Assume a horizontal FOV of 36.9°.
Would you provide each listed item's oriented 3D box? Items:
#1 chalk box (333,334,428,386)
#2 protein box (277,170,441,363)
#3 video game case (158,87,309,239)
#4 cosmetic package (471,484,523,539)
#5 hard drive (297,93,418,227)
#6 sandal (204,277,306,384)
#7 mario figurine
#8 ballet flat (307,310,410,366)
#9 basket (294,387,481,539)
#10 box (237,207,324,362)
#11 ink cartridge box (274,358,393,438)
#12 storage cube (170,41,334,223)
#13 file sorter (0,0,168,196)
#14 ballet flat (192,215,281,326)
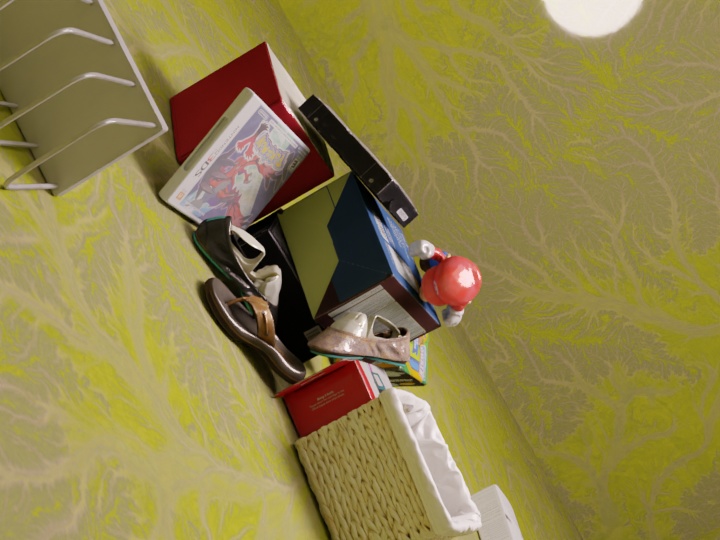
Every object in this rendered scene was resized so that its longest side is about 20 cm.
[{"bbox_3d":[0.045,0.133,1.874,0.200,0.124,0.125,39,50,-65],"label":"chalk box"},{"bbox_3d":[0.000,0.000,1.626,0.200,0.134,0.199,46,20,-56],"label":"protein box"},{"bbox_3d":[-0.167,-0.136,1.479,0.023,0.183,0.200,40,0,25],"label":"video game case"},{"bbox_3d":[0.295,0.559,2.251,0.102,0.074,0.201,54,12,-37],"label":"cosmetic package"},{"bbox_3d":[-0.001,-0.162,1.597,0.200,0.038,0.140,49,2,27],"label":"hard drive"},{"bbox_3d":[-0.130,0.073,1.418,0.200,0.054,0.082,47,12,-24],"label":"sandal"},{"bbox_3d":[0.112,0.019,1.616,0.123,0.107,0.200,26,3,-1],"label":"mario figurine"},{"bbox_3d":[0.001,0.093,1.519,0.199,0.068,0.068,12,91,-51],"label":"ballet flat"},{"bbox_3d":[0.041,0.286,1.441,0.201,0.160,0.198,65,10,19],"label":"basket"},{"bbox_3d":[-0.108,0.022,1.629,0.201,0.079,0.141,60,14,-12],"label":"box"},{"bbox_3d":[-0.028,0.181,1.497,0.068,0.116,0.200,64,11,16],"label":"ink cartridge box"},{"bbox_3d":[-0.165,-0.203,1.647,0.171,0.179,0.201,53,12,-40],"label":"storage cube"},{"bbox_3d":[-0.308,-0.193,1.033,0.201,0.138,0.124,63,13,3],"label":"file sorter"},{"bbox_3d":[-0.151,0.004,1.484,0.200,0.068,0.068,56,11,-34],"label":"ballet flat"}]
